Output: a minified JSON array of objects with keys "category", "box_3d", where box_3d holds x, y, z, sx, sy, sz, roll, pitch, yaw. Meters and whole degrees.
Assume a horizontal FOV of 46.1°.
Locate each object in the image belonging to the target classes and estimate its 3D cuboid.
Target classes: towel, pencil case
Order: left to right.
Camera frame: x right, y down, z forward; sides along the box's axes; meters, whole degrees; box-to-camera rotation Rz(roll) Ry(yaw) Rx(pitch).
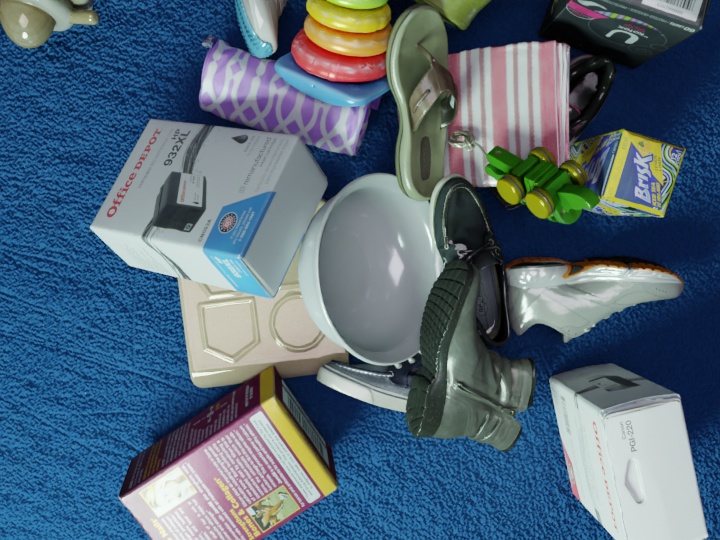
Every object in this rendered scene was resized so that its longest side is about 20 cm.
[{"category":"pencil case","box_3d":[-0.082,-0.191,0.936,0.198,0.086,0.084,19,130,-1]},{"category":"towel","box_3d":[0.131,-0.164,0.920,0.198,0.030,0.148,1,96,30]}]

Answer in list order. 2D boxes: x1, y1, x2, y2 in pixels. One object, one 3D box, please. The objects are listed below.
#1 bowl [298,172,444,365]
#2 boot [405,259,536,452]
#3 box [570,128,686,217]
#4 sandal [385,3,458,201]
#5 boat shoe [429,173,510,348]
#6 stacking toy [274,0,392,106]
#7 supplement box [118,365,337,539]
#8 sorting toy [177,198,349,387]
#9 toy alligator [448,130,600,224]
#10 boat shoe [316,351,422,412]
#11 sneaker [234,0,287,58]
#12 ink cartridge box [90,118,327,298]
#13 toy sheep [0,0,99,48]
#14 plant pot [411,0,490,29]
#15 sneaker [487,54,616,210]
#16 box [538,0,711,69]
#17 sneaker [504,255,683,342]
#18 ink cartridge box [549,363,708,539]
[{"category":"bowl","box_3d":[0.000,0.000,0.916,0.200,0.090,0.204,3,86,-44]},{"category":"boot","box_3d":[0.129,0.091,0.900,0.129,0.068,0.202,8,103,-19]},{"category":"box","box_3d":[0.261,-0.097,0.874,0.064,0.200,0.071,16,94,-1]},{"category":"sandal","box_3d":[0.074,-0.169,0.869,0.079,0.057,0.203,-22,117,-35]},{"category":"boat shoe","box_3d":[0.125,-0.004,0.916,0.074,0.066,0.202,-16,111,-19]},{"category":"stacking toy","box_3d":[-0.009,-0.277,0.836,0.115,0.110,0.202,25,131,19]},{"category":"supplement box","box_3d":[-0.141,0.223,0.931,0.199,0.103,0.132,-32,105,1]},{"category":"sorting toy","box_3d":[-0.114,0.026,0.968,0.183,0.036,0.203,-7,97,1]},{"category":"toy alligator","box_3d":[0.166,-0.091,0.862,0.059,0.199,0.055,-39,133,-16]},{"category":"boat shoe","box_3d":[0.055,0.110,0.954,0.198,0.075,0.094,17,88,-10]},{"category":"sneaker","box_3d":[-0.099,-0.320,0.903,0.080,0.077,0.202,-4,69,-7]},{"category":"ink cartridge box","box_3d":[-0.156,-0.069,0.873,0.198,0.084,0.146,11,66,29]},{"category":"toy sheep","box_3d":[-0.333,-0.332,0.905,0.136,0.138,0.202,15,78,0]},{"category":"plant pot","box_3d":[0.107,-0.368,0.880,0.199,0.200,0.194,33,104,-1]},{"category":"sneaker","box_3d":[0.206,-0.161,0.929,0.080,0.086,0.201,33,92,-1]},{"category":"box","box_3d":[0.273,-0.291,0.866,0.121,0.200,0.107,19,93,0]},{"category":"sneaker","box_3d":[0.258,0.034,0.952,0.197,0.076,0.093,0,100,8]},{"category":"ink cartridge box","box_3d":[0.273,0.188,0.887,0.084,0.200,0.148,-13,93,1]}]
